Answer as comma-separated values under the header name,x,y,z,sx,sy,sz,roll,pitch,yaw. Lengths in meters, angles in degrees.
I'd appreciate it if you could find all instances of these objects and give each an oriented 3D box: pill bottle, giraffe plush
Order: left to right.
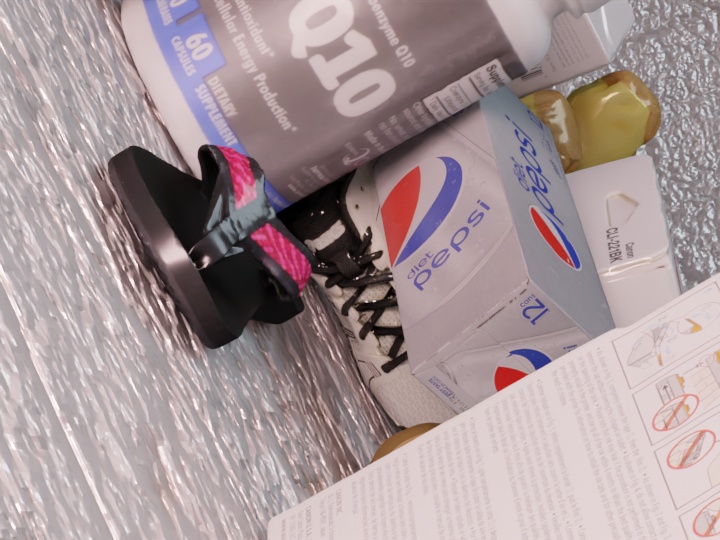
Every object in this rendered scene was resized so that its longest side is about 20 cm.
name,x,y,z,sx,sy,sz,roll,pitch,yaw
pill bottle,0.010,-0.114,0.837,0.114,0.199,0.114,59,8,-14
giraffe plush,0.108,-0.010,1.241,0.173,0.198,0.164,134,-65,-73

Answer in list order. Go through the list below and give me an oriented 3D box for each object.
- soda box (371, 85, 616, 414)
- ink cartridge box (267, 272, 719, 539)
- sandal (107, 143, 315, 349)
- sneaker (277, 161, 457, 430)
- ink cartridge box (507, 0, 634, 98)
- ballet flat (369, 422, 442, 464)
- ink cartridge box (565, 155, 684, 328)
name,x,y,z,sx,sy,sz,roll,pitch,yaw
soda box,0.053,-0.014,0.845,0.068,0.063,0.201,41,21,-28
ink cartridge box,0.066,0.078,0.553,0.050,0.199,0.161,59,9,-20
sandal,-0.043,-0.015,0.723,0.076,0.045,0.200,63,8,4
sneaker,0.000,0.000,0.923,0.087,0.075,0.201,12,46,-58
ink cartridge box,0.053,-0.157,1.233,0.118,0.199,0.067,59,34,-19
ballet flat,0.042,0.105,0.750,0.201,0.068,0.064,-107,-168,-55
ink cartridge box,0.127,0.065,0.968,0.145,0.083,0.202,-80,156,-67
